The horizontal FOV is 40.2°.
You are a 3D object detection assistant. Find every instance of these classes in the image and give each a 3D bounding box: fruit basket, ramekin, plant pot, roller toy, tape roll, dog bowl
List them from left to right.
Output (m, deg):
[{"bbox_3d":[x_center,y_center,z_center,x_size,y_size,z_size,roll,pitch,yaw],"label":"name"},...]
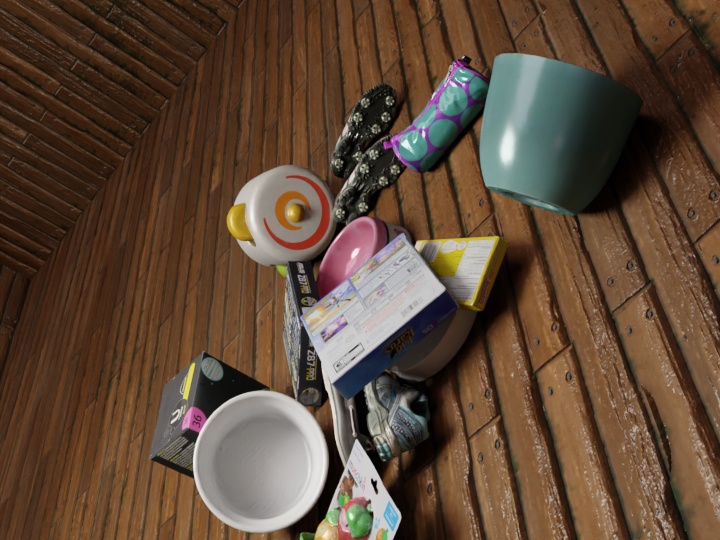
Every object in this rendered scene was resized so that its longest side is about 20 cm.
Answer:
[{"bbox_3d":[-0.148,0.289,1.473,0.098,0.197,0.203,108,-176,-73],"label":"ramekin"},{"bbox_3d":[-0.143,-0.103,1.856,0.185,0.198,0.139,-62,19,-16],"label":"roller toy"},{"bbox_3d":[-0.019,0.350,1.271,0.185,0.092,0.203,-130,53,-62],"label":"fruit basket"},{"bbox_3d":[0.000,0.000,1.643,0.200,0.073,0.202,-40,33,33],"label":"dog bowl"},{"bbox_3d":[0.096,0.065,1.450,0.202,0.037,0.205,-41,32,32],"label":"tape roll"},{"bbox_3d":[0.243,-0.165,1.265,0.200,0.198,0.164,21,94,63],"label":"plant pot"}]

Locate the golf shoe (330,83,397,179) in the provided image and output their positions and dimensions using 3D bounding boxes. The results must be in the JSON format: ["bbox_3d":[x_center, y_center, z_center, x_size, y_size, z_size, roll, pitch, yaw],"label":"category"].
[{"bbox_3d":[-0.003,-0.276,1.914,0.202,0.077,0.088,-58,19,2],"label":"golf shoe"}]

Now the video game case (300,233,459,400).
[{"bbox_3d":[0.022,0.060,1.380,0.199,0.046,0.182,-39,32,4],"label":"video game case"}]

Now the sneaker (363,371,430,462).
[{"bbox_3d":[0.056,0.197,1.369,0.085,0.079,0.201,-18,20,3],"label":"sneaker"}]

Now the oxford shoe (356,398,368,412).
[{"bbox_3d":[-0.008,0.147,1.514,0.074,0.070,0.201,-44,30,20],"label":"oxford shoe"}]

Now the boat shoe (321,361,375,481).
[{"bbox_3d":[-0.007,0.212,1.399,0.056,0.067,0.204,-18,74,12],"label":"boat shoe"}]

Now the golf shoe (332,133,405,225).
[{"bbox_3d":[0.013,-0.176,1.800,0.201,0.077,0.088,-50,21,17],"label":"golf shoe"}]

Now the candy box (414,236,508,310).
[{"bbox_3d":[0.124,0.004,1.393,0.199,0.026,0.104,0,66,60],"label":"candy box"}]

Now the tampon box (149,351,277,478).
[{"bbox_3d":[-0.223,0.262,1.627,0.126,0.198,0.152,-38,34,35],"label":"tampon box"}]

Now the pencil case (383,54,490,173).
[{"bbox_3d":[0.134,-0.259,1.650,0.201,0.092,0.086,-50,28,20],"label":"pencil case"}]

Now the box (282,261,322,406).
[{"bbox_3d":[-0.097,0.103,1.649,0.201,0.048,0.164,-111,24,-58],"label":"box"}]
